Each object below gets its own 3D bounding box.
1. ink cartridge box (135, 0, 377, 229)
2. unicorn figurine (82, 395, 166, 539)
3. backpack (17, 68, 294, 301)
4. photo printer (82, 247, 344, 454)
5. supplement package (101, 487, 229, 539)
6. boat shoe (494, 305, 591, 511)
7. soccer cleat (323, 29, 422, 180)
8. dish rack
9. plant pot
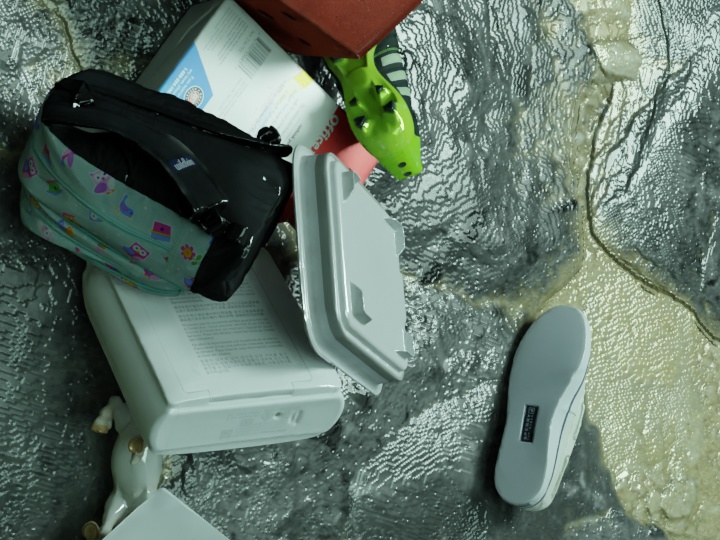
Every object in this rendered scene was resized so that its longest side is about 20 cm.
[{"bbox_3d":[-0.089,-0.120,1.418,0.200,0.067,0.116,44,67,-26],"label":"ink cartridge box"},{"bbox_3d":[-0.172,0.144,1.347,0.074,0.137,0.200,25,98,6],"label":"unicorn figurine"},{"bbox_3d":[-0.164,-0.065,1.289,0.200,0.127,0.167,26,29,1],"label":"backpack"},{"bbox_3d":[-0.124,0.050,1.333,0.166,0.200,0.070,-4,135,-32],"label":"photo printer"},{"bbox_3d":[-0.152,0.316,1.271,0.191,0.147,0.200,-42,148,-27],"label":"supplement package"},{"bbox_3d":[0.182,0.135,1.611,0.070,0.071,0.201,37,63,-58],"label":"boat shoe"},{"bbox_3d":[0.012,-0.159,1.453,0.081,0.067,0.200,57,16,-45],"label":"soccer cleat"},{"bbox_3d":[0.000,0.000,1.352,0.200,0.043,0.172,45,38,-66],"label":"dish rack"},{"bbox_3d":[-0.038,-0.285,1.391,0.200,0.200,0.177,31,83,-30],"label":"plant pot"}]
